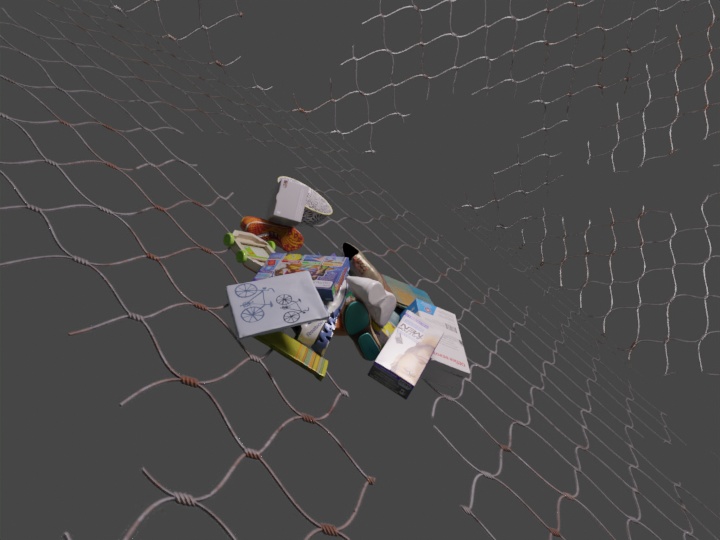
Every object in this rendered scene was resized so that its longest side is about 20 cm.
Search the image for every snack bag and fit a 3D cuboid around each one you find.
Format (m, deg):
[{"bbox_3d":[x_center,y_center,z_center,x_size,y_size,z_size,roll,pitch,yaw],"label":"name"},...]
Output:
[{"bbox_3d":[-0.179,0.069,1.401,0.198,0.022,0.189,-12,35,-15],"label":"snack bag"}]

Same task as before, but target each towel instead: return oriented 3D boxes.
[{"bbox_3d":[-0.158,0.163,1.401,0.199,0.018,0.086,33,14,-5],"label":"towel"},{"bbox_3d":[0.131,0.075,1.859,0.199,0.022,0.147,21,23,-31],"label":"towel"}]

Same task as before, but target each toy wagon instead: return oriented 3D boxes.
[{"bbox_3d":[-0.254,-0.031,1.661,0.155,0.040,0.200,10,32,-51],"label":"toy wagon"}]

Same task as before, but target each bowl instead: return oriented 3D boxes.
[{"bbox_3d":[-0.196,-0.201,2.076,0.200,0.095,0.201,31,19,-12],"label":"bowl"}]

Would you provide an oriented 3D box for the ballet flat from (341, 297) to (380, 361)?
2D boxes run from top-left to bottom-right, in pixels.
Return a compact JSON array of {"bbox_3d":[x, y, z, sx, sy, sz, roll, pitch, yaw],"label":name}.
[{"bbox_3d":[-0.007,0.131,1.545,0.065,0.070,0.201,54,-15,51],"label":"ballet flat"}]

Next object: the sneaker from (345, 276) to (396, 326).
[{"bbox_3d":[0.023,0.063,1.559,0.088,0.076,0.200,24,-18,28],"label":"sneaker"}]

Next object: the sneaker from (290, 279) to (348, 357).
[{"bbox_3d":[-0.104,0.089,1.495,0.114,0.081,0.201,22,53,-5],"label":"sneaker"}]

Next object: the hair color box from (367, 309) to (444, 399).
[{"bbox_3d":[0.111,0.197,1.567,0.109,0.065,0.200,31,45,7],"label":"hair color box"}]

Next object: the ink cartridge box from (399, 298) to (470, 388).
[{"bbox_3d":[0.194,0.193,1.741,0.145,0.084,0.201,24,39,-29],"label":"ink cartridge box"}]

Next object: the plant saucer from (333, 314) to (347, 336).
[{"bbox_3d":[-0.091,0.098,1.633,0.199,0.038,0.201,31,20,-12],"label":"plant saucer"}]

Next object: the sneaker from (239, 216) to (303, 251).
[{"bbox_3d":[-0.241,-0.109,1.825,0.199,0.073,0.077,22,12,-40],"label":"sneaker"}]

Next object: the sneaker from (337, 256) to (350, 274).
[{"bbox_3d":[-0.075,-0.004,1.828,0.075,0.080,0.199,34,16,28],"label":"sneaker"}]

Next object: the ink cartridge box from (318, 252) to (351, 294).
[{"bbox_3d":[-0.036,0.038,1.738,0.200,0.042,0.120,53,5,-38],"label":"ink cartridge box"}]

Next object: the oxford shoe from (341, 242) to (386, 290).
[{"bbox_3d":[0.000,0.000,1.727,0.200,0.070,0.075,48,-3,44],"label":"oxford shoe"}]

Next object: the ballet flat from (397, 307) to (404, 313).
[{"bbox_3d":[0.162,0.136,1.908,0.200,0.073,0.068,41,8,18],"label":"ballet flat"}]

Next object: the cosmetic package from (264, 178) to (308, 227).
[{"bbox_3d":[-0.211,-0.179,1.841,0.089,0.108,0.200,15,-6,-17],"label":"cosmetic package"}]

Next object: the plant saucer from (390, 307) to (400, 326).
[{"bbox_3d":[0.054,0.080,1.820,0.200,0.036,0.200,51,7,-9],"label":"plant saucer"}]

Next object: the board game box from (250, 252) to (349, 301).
[{"bbox_3d":[-0.138,0.013,1.524,0.198,0.035,0.136,4,34,17],"label":"board game box"}]

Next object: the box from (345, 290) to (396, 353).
[{"bbox_3d":[0.042,0.143,1.667,0.200,0.048,0.118,45,15,-24],"label":"box"}]
